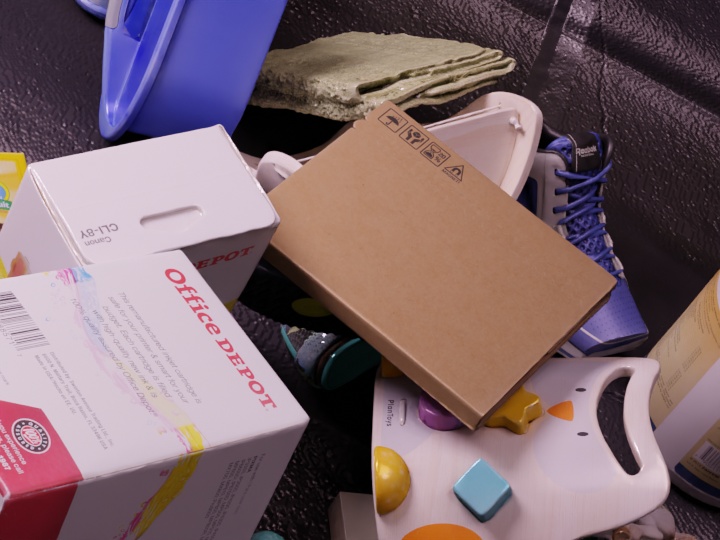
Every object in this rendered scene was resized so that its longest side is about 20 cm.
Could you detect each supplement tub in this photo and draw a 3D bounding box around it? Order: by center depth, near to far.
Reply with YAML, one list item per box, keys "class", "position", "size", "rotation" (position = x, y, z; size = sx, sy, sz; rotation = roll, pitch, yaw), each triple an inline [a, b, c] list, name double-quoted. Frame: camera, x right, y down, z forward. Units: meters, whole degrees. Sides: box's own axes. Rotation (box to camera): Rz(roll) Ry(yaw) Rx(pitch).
- class: "supplement tub"
  position: [0.295, 0.063, 1.505]
  size: [0.143, 0.200, 0.145]
  rotation: [15, 49, -17]

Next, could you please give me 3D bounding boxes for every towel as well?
- class: "towel"
  position: [0.001, -0.142, 1.550]
  size: [0.148, 0.037, 0.199]
  rotation: [-17, 20, -36]

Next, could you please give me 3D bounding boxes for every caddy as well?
- class: "caddy"
  position: [-0.125, -0.179, 1.487]
  size: [0.104, 0.201, 0.141]
  rotation: [20, 6, -19]

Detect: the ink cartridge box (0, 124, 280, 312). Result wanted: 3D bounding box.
- class: "ink cartridge box"
  position: [-0.154, 0.012, 1.305]
  size: [0.144, 0.200, 0.084]
  rotation: [-16, 62, -36]

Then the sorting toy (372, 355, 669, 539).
- class: "sorting toy"
  position: [0.103, 0.108, 1.335]
  size: [0.178, 0.107, 0.201]
  rotation: [-8, 41, 9]

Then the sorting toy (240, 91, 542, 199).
- class: "sorting toy"
  position: [-0.001, -0.070, 1.504]
  size: [0.199, 0.108, 0.180]
  rotation: [-17, 27, -30]

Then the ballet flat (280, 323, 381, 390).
- class: "ballet flat"
  position: [0.025, 0.023, 1.490]
  size: [0.199, 0.074, 0.074]
  rotation: [-18, 64, -41]

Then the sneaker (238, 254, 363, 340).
- class: "sneaker"
  position: [0.000, 0.000, 1.387]
  size: [0.199, 0.066, 0.079]
  rotation: [13, 67, -27]

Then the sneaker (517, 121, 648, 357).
- class: "sneaker"
  position: [0.151, -0.038, 1.569]
  size: [0.080, 0.115, 0.200]
  rotation: [-14, 62, -34]

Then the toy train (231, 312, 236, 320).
- class: "toy train"
  position: [-0.107, 0.038, 1.429]
  size: [0.046, 0.034, 0.201]
  rotation: [-10, 58, -48]

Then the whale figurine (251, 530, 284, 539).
- class: "whale figurine"
  position: [-0.088, 0.197, 1.257]
  size: [0.200, 0.104, 0.159]
  rotation: [43, 47, 7]

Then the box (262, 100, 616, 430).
- class: "box"
  position: [0.043, -0.008, 1.338]
  size: [0.200, 0.021, 0.163]
  rotation: [39, 50, 13]

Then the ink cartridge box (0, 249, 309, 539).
- class: "ink cartridge box"
  position: [-0.160, 0.098, 1.154]
  size: [0.199, 0.145, 0.146]
  rotation: [-10, 49, -40]

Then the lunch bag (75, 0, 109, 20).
- class: "lunch bag"
  position: [-0.148, -0.274, 1.630]
  size: [0.199, 0.076, 0.161]
  rotation: [-12, 59, -34]

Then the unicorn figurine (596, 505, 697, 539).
- class: "unicorn figurine"
  position: [0.147, 0.146, 1.424]
  size: [0.200, 0.074, 0.137]
  rotation: [45, 27, 5]

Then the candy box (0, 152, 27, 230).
- class: "candy box"
  position: [-0.307, -0.036, 1.383]
  size: [0.199, 0.026, 0.103]
  rotation: [0, 51, -28]

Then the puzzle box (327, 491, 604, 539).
- class: "puzzle box"
  position: [0.080, 0.217, 1.386]
  size: [0.198, 0.025, 0.134]
  rotation: [9, 49, -22]
